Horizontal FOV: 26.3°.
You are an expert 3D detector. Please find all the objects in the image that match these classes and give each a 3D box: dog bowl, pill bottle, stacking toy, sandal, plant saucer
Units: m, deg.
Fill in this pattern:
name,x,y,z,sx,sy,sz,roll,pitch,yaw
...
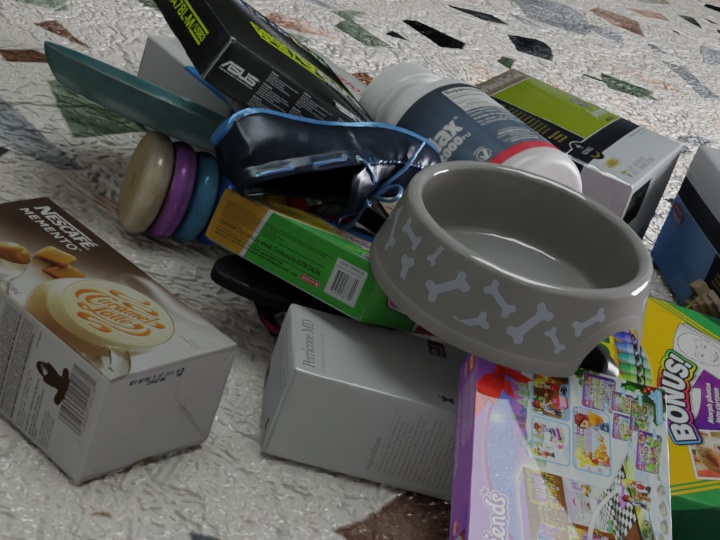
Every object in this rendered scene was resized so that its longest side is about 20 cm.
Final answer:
name,x,y,z,sx,sy,sz,roll,pitch,yaw
dog bowl,0.108,-0.009,1.049,0.199,0.059,0.200,15,28,-8
pill bottle,0.084,-0.093,1.315,0.119,0.120,0.200,-1,32,-39
stacking toy,-0.095,-0.046,1.273,0.199,0.086,0.086,18,23,-22
sandal,-0.040,0.031,1.188,0.075,0.045,0.199,41,16,36
plant saucer,-0.172,-0.137,1.272,0.199,0.028,0.200,24,5,-2

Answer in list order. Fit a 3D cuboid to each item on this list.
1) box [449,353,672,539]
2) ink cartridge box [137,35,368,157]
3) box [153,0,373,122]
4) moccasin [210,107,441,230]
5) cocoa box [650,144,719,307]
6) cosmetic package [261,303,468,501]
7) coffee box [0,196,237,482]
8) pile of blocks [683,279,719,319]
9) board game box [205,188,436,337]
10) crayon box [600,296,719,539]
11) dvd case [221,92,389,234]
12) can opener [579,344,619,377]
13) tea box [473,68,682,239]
name,x,y,z,sx,sy,sz,roll,pitch,yaw
box,0.126,0.148,0.966,0.136,0.039,0.201,16,50,-10
ink cartridge box,-0.097,-0.156,1.477,0.199,0.084,0.145,-5,34,-43
box,-0.075,-0.168,1.282,0.200,0.048,0.193,32,13,-36
moccasin,-0.022,-0.068,1.155,0.199,0.081,0.069,2,58,-32
cocoa box,0.386,-0.011,1.487,0.132,0.132,0.200,14,25,-14
cosmetic package,0.036,0.097,1.063,0.199,0.074,0.102,16,23,-11
coffee box,-0.193,0.038,0.997,0.200,0.080,0.114,35,28,30
pile of blocks,0.298,0.074,1.315,0.082,0.062,0.200,57,8,-25
board game box,0.000,0.000,1.166,0.152,0.041,0.200,28,7,30
crayon box,0.224,0.108,1.137,0.171,0.058,0.201,18,41,-7
dvd case,-0.054,-0.108,1.291,0.142,0.018,0.200,33,14,-36
can opener,0.117,0.024,1.128,0.066,0.053,0.200,34,16,-40
tea box,0.177,-0.086,1.482,0.196,0.134,0.200,28,25,16
